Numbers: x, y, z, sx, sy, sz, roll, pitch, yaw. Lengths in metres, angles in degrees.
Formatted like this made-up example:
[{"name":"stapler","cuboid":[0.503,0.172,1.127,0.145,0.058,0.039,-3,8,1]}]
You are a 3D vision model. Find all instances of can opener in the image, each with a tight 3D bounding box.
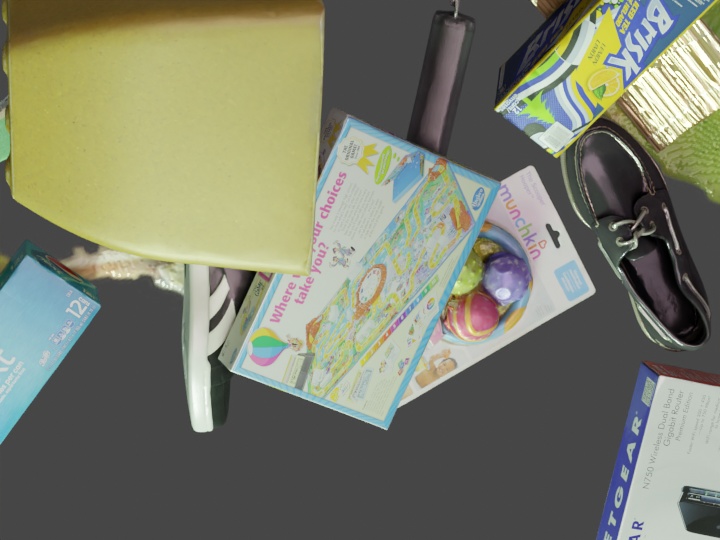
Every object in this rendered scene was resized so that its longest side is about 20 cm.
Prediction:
[{"name":"can opener","cuboid":[0.056,-0.175,1.558,0.066,0.053,0.200,9,101,4]}]

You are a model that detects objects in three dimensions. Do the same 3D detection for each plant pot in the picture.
[{"name":"plant pot","cuboid":[-0.138,-0.123,1.420,0.200,0.194,0.196,-1,119,-9]}]

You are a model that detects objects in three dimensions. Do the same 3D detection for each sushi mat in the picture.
[{"name":"sushi mat","cuboid":[0.197,-0.184,1.575,0.096,0.012,0.200,-32,109,32]}]

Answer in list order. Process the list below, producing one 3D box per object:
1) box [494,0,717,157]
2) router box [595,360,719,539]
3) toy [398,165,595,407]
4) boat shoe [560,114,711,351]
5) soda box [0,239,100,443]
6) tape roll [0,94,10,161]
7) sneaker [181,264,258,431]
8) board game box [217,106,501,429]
[{"name":"box","cuboid":[0.184,-0.177,1.528,0.064,0.070,0.200,37,120,-15]},{"name":"router box","cuboid":[0.286,0.186,1.671,0.179,0.049,0.200,10,100,-12]},{"name":"toy","cuboid":[0.073,0.021,1.600,0.200,0.047,0.115,-29,107,-3]},{"name":"boat shoe","cuboid":[0.215,-0.027,1.607,0.073,0.063,0.200,-27,105,-3]},{"name":"soda box","cuboid":[-0.273,0.079,1.542,0.068,0.064,0.200,36,93,-14]},{"name":"tape roll","cuboid":[-0.298,-0.168,1.495,0.200,0.048,0.201,-2,101,-10]},{"name":"sneaker","cuboid":[-0.073,0.021,1.560,0.112,0.073,0.200,-1,100,-8]},{"name":"board game box","cuboid":[0.000,0.000,1.532,0.134,0.034,0.200,23,96,-25]}]
